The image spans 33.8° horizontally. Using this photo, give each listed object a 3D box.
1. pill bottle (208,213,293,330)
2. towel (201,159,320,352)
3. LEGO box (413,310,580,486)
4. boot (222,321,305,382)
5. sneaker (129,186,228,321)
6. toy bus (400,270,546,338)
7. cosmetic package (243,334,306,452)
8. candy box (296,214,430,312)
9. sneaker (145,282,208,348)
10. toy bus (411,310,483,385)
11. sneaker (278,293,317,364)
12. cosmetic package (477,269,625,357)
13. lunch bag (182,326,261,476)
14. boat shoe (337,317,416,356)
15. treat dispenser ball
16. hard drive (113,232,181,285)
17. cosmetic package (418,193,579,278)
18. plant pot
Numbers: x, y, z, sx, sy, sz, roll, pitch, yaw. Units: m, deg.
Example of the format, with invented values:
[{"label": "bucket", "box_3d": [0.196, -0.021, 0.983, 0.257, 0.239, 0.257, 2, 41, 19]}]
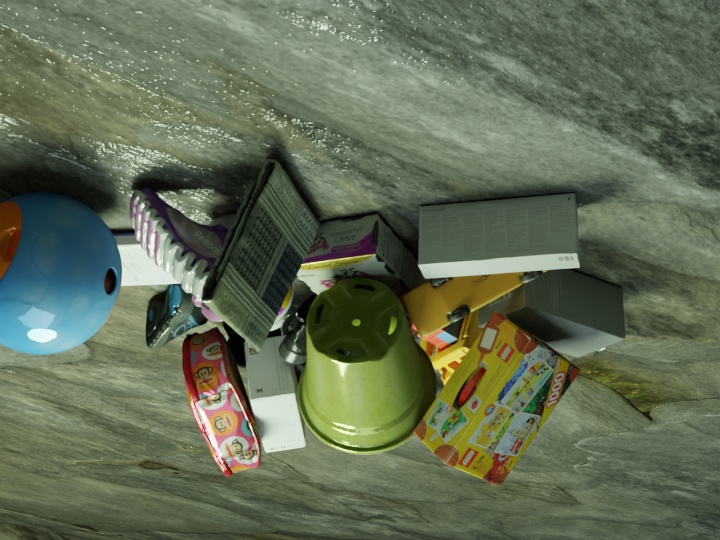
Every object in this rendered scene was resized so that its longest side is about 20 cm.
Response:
[{"label": "pill bottle", "box_3d": [-0.149, 0.012, 1.600, 0.102, 0.106, 0.201, -2, 156, 11]}, {"label": "towel", "box_3d": [-0.122, -0.018, 1.435, 0.034, 0.195, 0.200, 20, 164, 20]}, {"label": "LEGO box", "box_3d": [0.188, 0.177, 1.619, 0.148, 0.201, 0.077, 28, -172, -47]}, {"label": "boot", "box_3d": [-0.120, 0.116, 1.860, 0.196, 0.078, 0.168, 11, 159, -3]}, {"label": "sneaker", "box_3d": [-0.206, -0.032, 1.474, 0.200, 0.088, 0.081, 46, 149, 13]}, {"label": "toy bus", "box_3d": [0.153, 0.015, 1.554, 0.198, 0.066, 0.078, -29, 177, 8]}, {"label": "cosmetic package", "box_3d": [-0.129, 0.192, 1.817, 0.073, 0.103, 0.201, -8, 150, -3]}, {"label": "candy box", "box_3d": [0.000, 0.000, 1.612, 0.134, 0.062, 0.200, -8, 153, 23]}, {"label": "sneaker", "box_3d": [-0.271, 0.073, 1.790, 0.081, 0.075, 0.199, 5, 161, -28]}, {"label": "toy bus", "box_3d": [0.154, 0.112, 1.780, 0.190, 0.138, 0.200, 26, 152, -16]}, {"label": "sneaker", "box_3d": [-0.054, 0.074, 1.726, 0.199, 0.060, 0.105, -27, 152, -50]}, {"label": "cosmetic package", "box_3d": [0.271, 0.053, 1.675, 0.198, 0.092, 0.106, 16, 153, -33]}, {"label": "lunch bag", "box_3d": [-0.210, 0.191, 1.806, 0.081, 0.177, 0.203, -18, 118, -1]}, {"label": "boat shoe", "box_3d": [-0.009, 0.112, 1.745, 0.198, 0.063, 0.073, -30, -174, -24]}, {"label": "treat dispenser ball", "box_3d": [-0.399, 0.004, 1.488, 0.197, 0.204, 0.202, 2, 156, 1]}, {"label": "hard drive", "box_3d": [-0.363, -0.013, 1.662, 0.196, 0.026, 0.132, -2, 155, 10]}, {"label": "cosmetic package", "box_3d": [0.172, -0.042, 1.477, 0.196, 0.084, 0.051, -4, 158, 15]}, {"label": "plant pot", "box_3d": [0.001, 0.114, 1.587, 0.197, 0.203, 0.185, -1, 145, 7]}]
